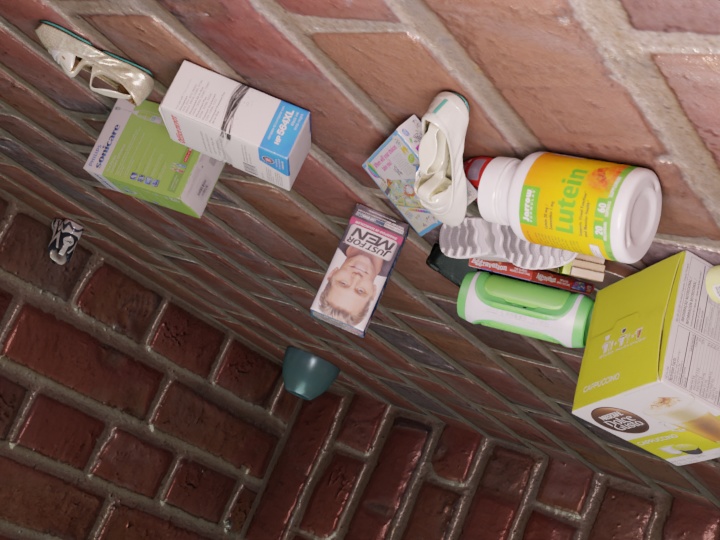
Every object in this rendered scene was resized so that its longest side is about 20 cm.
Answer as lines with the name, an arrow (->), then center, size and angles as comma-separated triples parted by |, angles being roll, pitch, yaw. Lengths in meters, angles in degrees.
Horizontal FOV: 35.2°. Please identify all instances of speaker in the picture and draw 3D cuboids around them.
speaker -> 0.253, 0.059, 1.733 | 0.199, 0.089, 0.088 | 14, 164, 22

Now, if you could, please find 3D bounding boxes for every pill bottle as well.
pill bottle -> 0.244, -0.081, 1.350 | 0.199, 0.111, 0.111 | 14, 164, 36

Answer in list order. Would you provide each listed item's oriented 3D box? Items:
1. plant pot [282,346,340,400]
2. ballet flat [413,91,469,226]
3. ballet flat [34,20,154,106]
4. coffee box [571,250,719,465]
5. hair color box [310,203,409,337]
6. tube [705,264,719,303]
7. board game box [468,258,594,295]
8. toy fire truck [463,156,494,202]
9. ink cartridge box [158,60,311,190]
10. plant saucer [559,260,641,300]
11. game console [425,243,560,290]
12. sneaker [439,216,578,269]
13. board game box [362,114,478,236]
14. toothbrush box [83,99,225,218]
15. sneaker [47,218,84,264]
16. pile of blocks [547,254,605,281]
plant pot -> -0.185, 0.361, 3.854 | 0.199, 0.135, 0.200 | 23, 168, 5
ballet flat -> 0.092, -0.123, 1.375 | 0.069, 0.070, 0.201 | 19, 138, 19
ballet flat -> -0.409, -0.310, 1.713 | 0.199, 0.063, 0.067 | 25, 167, -3
coffee box -> 0.437, 0.125, 1.552 | 0.197, 0.201, 0.200 | 27, 152, -16
hair color box -> 0.000, 0.000, 1.913 | 0.100, 0.201, 0.061 | 22, 167, 5
tube -> 0.512, 0.009, 1.390 | 0.058, 0.052, 0.200 | -16, -178, -26
board game box -> 0.249, 0.007, 1.638 | 0.103, 0.020, 0.200 | 13, -179, 36
toy fire truck -> 0.235, -0.087, 1.482 | 0.200, 0.049, 0.141 | 30, 165, -22
ink cartridge box -> -0.178, -0.209, 1.651 | 0.199, 0.085, 0.146 | 24, 167, 3
plant saucer -> 0.379, 0.022, 1.707 | 0.199, 0.032, 0.200 | 22, 167, 5
game console -> 0.218, -0.005, 1.847 | 0.200, 0.117, 0.176 | 35, 137, 0
sneaker -> 0.204, -0.045, 1.490 | 0.199, 0.075, 0.082 | 9, -172, 39
board game box -> 0.077, -0.123, 1.536 | 0.135, 0.034, 0.200 | 50, 165, -2
toothbrush box -> -0.330, -0.190, 1.866 | 0.199, 0.146, 0.086 | 18, 167, 22
sneaker -> -0.887, -0.079, 3.353 | 0.079, 0.130, 0.199 | 32, 165, -31
pile of blocks -> 0.258, -0.033, 1.615 | 0.199, 0.062, 0.082 | 12, 180, 27
